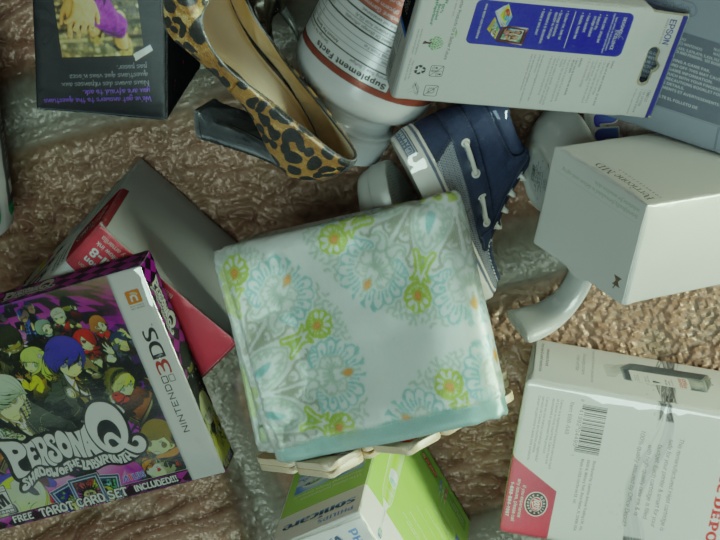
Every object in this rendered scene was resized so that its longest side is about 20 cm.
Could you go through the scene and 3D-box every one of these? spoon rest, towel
[{"bbox_3d":[0.157,-0.039,1.652,0.060,0.099,0.201,-11,130,-22],"label":"spoon rest"},{"bbox_3d":[-0.001,0.044,1.577,0.199,0.048,0.172,-12,96,18],"label":"towel"}]

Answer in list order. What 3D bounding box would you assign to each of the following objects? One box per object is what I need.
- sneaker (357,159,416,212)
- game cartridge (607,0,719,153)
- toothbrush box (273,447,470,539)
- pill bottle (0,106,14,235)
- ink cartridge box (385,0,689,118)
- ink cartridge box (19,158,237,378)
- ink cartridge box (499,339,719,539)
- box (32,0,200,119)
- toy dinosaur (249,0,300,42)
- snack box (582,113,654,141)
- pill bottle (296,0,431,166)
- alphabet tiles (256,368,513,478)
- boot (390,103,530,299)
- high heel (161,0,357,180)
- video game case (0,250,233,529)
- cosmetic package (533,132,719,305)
[{"bbox_3d":[0.000,0.000,1.665,0.115,0.074,0.200,-8,136,13],"label":"sneaker"},{"bbox_3d":[0.219,-0.165,1.546,0.199,0.040,0.134,21,134,18],"label":"game cartridge"},{"bbox_3d":[0.013,0.213,1.715,0.086,0.200,0.146,-25,110,17],"label":"toothbrush box"},{"bbox_3d":[-0.336,-0.123,1.656,0.113,0.113,0.201,0,114,7],"label":"pill bottle"},{"bbox_3d":[0.125,-0.163,1.516,0.199,0.039,0.100,5,132,-14],"label":"ink cartridge box"},{"bbox_3d":[-0.199,0.046,1.697,0.145,0.145,0.200,41,113,-11],"label":"ink cartridge box"},{"bbox_3d":[0.224,0.149,1.722,0.199,0.085,0.146,11,115,5],"label":"ink cartridge box"},{"bbox_3d":[-0.179,-0.228,1.582,0.106,0.122,0.201,6,115,7],"label":"box"},{"bbox_3d":[-0.054,-0.271,1.576,0.077,0.102,0.200,40,105,31],"label":"toy dinosaur"},{"bbox_3d":[0.210,-0.098,1.642,0.072,0.024,0.201,-3,114,11],"label":"snack box"},{"bbox_3d":[0.022,-0.182,1.582,0.112,0.112,0.200,27,115,-5],"label":"pill bottle"},{"bbox_3d":[0.019,0.117,1.667,0.195,0.200,0.015,-2,107,51],"label":"alphabet tiles"},{"bbox_3d":[0.095,-0.055,1.631,0.090,0.073,0.200,-29,143,-1],"label":"boot"},{"bbox_3d":[-0.066,-0.159,1.521,0.142,0.071,0.201,19,135,30],"label":"high heel"},{"bbox_3d":[-0.220,0.094,1.621,0.199,0.036,0.182,-15,110,14],"label":"video game case"},{"bbox_3d":[0.239,-0.045,1.562,0.199,0.108,0.085,-10,123,-37],"label":"cosmetic package"}]
